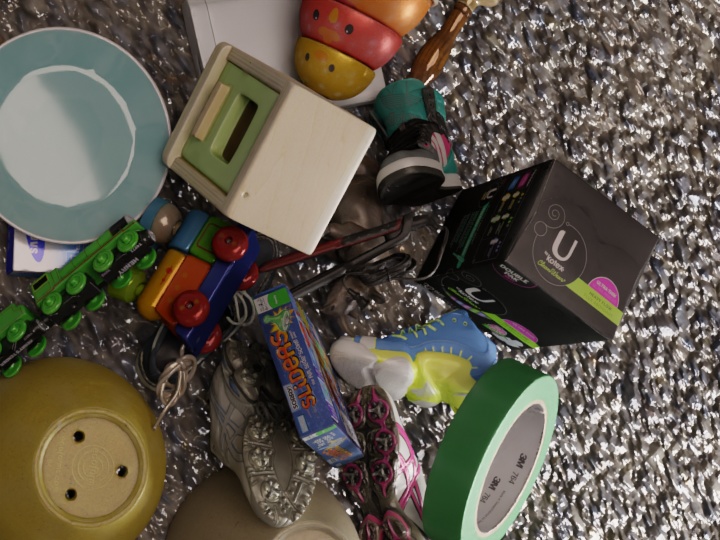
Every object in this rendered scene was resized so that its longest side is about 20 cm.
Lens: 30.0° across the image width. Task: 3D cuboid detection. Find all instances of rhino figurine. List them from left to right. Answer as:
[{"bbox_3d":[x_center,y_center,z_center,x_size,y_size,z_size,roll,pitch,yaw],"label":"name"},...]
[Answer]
[{"bbox_3d":[-0.011,-0.031,1.371,0.086,0.060,0.203,4,72,-24],"label":"rhino figurine"}]

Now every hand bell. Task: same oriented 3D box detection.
[{"bbox_3d":[0.107,-0.277,1.466,0.104,0.104,0.201,36,84,-16],"label":"hand bell"}]

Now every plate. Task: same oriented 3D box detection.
[{"bbox_3d":[-0.273,-0.124,1.244,0.197,0.025,0.204,3,83,-26],"label":"plate"}]

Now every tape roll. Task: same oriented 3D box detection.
[{"bbox_3d":[0.134,0.191,1.359,0.048,0.201,0.202,22,69,26],"label":"tape roll"}]

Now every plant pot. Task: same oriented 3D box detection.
[{"bbox_3d":[-0.256,0.176,1.200,0.197,0.142,0.203,3,83,-24],"label":"plant pot"}]

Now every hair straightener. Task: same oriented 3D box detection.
[{"bbox_3d":[0.000,0.000,1.323,0.198,0.041,0.078,-20,93,-14],"label":"hair straightener"}]

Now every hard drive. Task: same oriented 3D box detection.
[{"bbox_3d":[-0.076,-0.226,1.393,0.198,0.027,0.134,-13,90,-26],"label":"hard drive"}]

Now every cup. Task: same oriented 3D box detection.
[{"bbox_3d":[-0.074,0.283,1.271,0.197,0.143,0.204,3,82,-24],"label":"cup"}]

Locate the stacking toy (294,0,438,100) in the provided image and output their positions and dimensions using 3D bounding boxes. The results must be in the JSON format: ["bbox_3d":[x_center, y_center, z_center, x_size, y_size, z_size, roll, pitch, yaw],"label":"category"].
[{"bbox_3d":[-0.018,-0.222,1.351,0.145,0.146,0.202,21,91,-21],"label":"stacking toy"}]

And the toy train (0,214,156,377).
[{"bbox_3d":[-0.268,0.021,1.219,0.199,0.057,0.042,-39,135,4],"label":"toy train"}]

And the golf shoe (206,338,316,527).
[{"bbox_3d":[-0.100,0.166,1.263,0.077,0.097,0.202,15,40,-31],"label":"golf shoe"}]

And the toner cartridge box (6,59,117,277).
[{"bbox_3d":[-0.282,-0.095,1.274,0.094,0.043,0.203,3,83,-23],"label":"toner cartridge box"}]

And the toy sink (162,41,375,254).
[{"bbox_3d":[-0.100,-0.124,1.249,0.111,0.200,0.131,24,99,-37],"label":"toy sink"}]

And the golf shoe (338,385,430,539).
[{"bbox_3d":[0.029,0.216,1.372,0.092,0.072,0.203,-4,85,-62],"label":"golf shoe"}]

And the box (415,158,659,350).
[{"bbox_3d":[0.178,-0.010,1.388,0.148,0.199,0.125,34,71,-17],"label":"box"}]

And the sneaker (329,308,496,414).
[{"bbox_3d":[0.061,0.084,1.406,0.198,0.076,0.106,22,57,-20],"label":"sneaker"}]

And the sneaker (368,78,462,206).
[{"bbox_3d":[0.049,-0.136,1.368,0.083,0.200,0.122,-20,84,13],"label":"sneaker"}]

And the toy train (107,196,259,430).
[{"bbox_3d":[-0.185,0.033,1.234,0.115,0.085,0.202,25,71,14],"label":"toy train"}]

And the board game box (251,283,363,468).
[{"bbox_3d":[-0.046,0.104,1.259,0.034,0.200,0.137,-21,72,1],"label":"board game box"}]

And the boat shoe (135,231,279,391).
[{"bbox_3d":[-0.143,0.033,1.312,0.075,0.062,0.200,48,66,-6],"label":"boat shoe"}]
